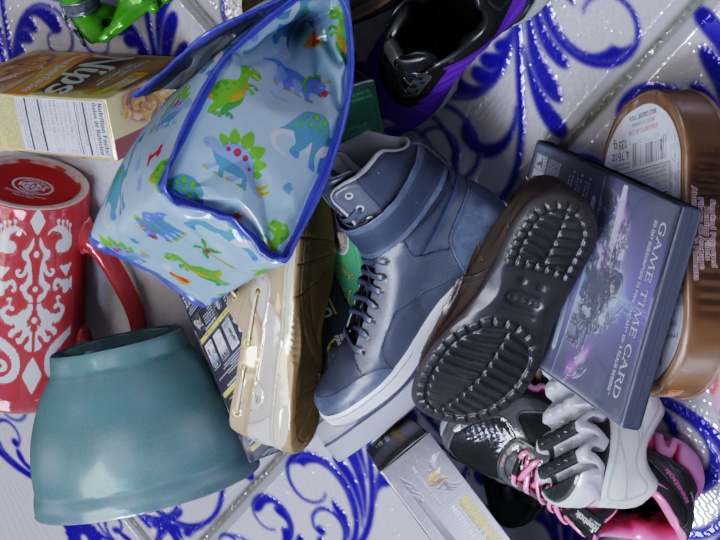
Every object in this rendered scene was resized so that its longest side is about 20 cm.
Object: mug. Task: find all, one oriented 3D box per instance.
[{"bbox_3d":[-0.286,0.008,1.513,0.134,0.175,0.202,-124,38,-55],"label":"mug"}]

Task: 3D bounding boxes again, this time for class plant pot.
[{"bbox_3d":[-0.196,0.123,1.435,0.199,0.199,0.136,-7,97,40],"label":"plant pot"}]

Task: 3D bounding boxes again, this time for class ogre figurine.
[{"bbox_3d":[-0.195,-0.255,1.309,0.120,0.098,0.200,52,163,-14],"label":"ogre figurine"}]

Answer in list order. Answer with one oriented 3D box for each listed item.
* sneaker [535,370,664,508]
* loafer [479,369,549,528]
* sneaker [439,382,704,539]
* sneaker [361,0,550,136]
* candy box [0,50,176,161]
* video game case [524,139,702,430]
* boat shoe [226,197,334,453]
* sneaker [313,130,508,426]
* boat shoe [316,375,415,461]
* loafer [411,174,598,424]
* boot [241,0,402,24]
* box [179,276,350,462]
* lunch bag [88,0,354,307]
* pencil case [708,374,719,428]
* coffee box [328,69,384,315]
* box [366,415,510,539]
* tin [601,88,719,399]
[{"bbox_3d":[0.169,0.069,1.159,0.075,0.080,0.202,148,131,-62],"label":"sneaker"},{"bbox_3d":[0.118,0.117,1.261,0.071,0.063,0.202,24,124,25],"label":"loafer"},{"bbox_3d":[0.150,0.146,1.184,0.198,0.096,0.080,16,126,-1],"label":"sneaker"},{"bbox_3d":[0.041,-0.156,1.161,0.070,0.099,0.200,53,132,7],"label":"sneaker"},{"bbox_3d":[-0.238,-0.139,1.381,0.198,0.115,0.056,7,117,36],"label":"candy box"},{"bbox_3d":[0.149,0.004,1.108,0.200,0.019,0.144,36,115,63],"label":"video game case"},{"bbox_3d":[-0.064,0.029,1.203,0.068,0.074,0.203,8,96,21],"label":"boat shoe"},{"bbox_3d":[0.000,-0.001,1.163,0.146,0.077,0.203,36,97,-27],"label":"sneaker"},{"bbox_3d":[0.017,0.085,1.319,0.066,0.073,0.200,49,132,2],"label":"boat shoe"},{"bbox_3d":[0.099,0.020,1.126,0.072,0.071,0.201,25,119,-13],"label":"loafer"},{"bbox_3d":[-0.030,-0.219,1.199,0.199,0.074,0.098,-12,102,50],"label":"boot"},{"bbox_3d":[-0.071,0.048,1.331,0.163,0.049,0.200,67,151,13],"label":"box"},{"bbox_3d":[-0.085,-0.097,1.131,0.127,0.201,0.170,32,158,-17],"label":"lunch bag"},{"bbox_3d":[0.274,0.085,1.112,0.087,0.087,0.202,-5,107,40],"label":"pencil case"},{"bbox_3d":[-0.014,-0.058,1.247,0.123,0.044,0.202,36,143,59],"label":"coffee box"},{"bbox_3d":[0.085,0.207,1.270,0.201,0.048,0.158,53,176,-1],"label":"box"},{"bbox_3d":[0.196,-0.018,1.085,0.112,0.041,0.203,163,107,-71],"label":"tin"}]
